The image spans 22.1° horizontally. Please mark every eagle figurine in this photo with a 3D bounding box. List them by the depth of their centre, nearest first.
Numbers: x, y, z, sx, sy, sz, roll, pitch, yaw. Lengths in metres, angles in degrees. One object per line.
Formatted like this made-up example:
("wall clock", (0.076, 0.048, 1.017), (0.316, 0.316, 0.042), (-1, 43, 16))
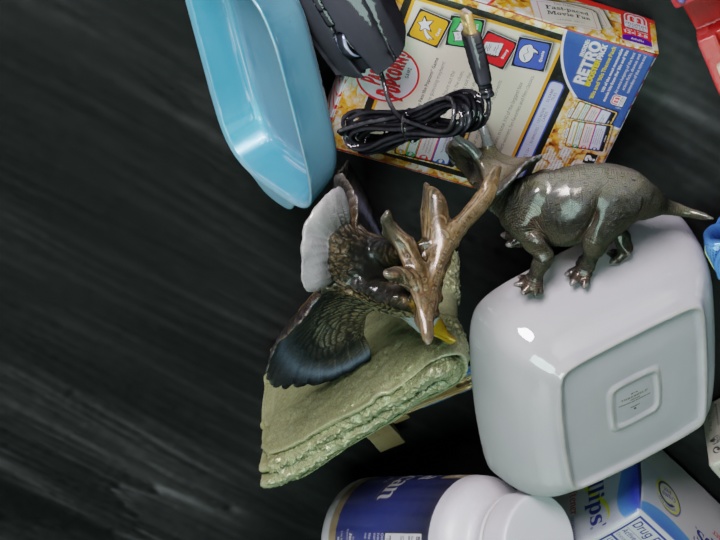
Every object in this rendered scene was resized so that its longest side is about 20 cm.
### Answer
("eagle figurine", (0.004, 0.006, 1.269), (0.151, 0.200, 0.152), (-24, 100, -27))

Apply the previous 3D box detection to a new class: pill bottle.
("pill bottle", (0.071, 0.220, 1.481), (0.199, 0.111, 0.111), (-8, 135, 47))

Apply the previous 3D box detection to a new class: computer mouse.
("computer mouse", (0.010, -0.167, 1.194), (0.140, 0.046, 0.201), (-1, 112, 41))

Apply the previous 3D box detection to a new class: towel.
("towel", (-0.001, 0.072, 1.393), (0.199, 0.149, 0.036), (-35, 122, 24))

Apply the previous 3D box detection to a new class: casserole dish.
("casserole dish", (-0.065, -0.134, 1.260), (0.039, 0.121, 0.201), (-30, 130, -22))

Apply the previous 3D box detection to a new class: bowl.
("bowl", (0.187, 0.075, 1.375), (0.199, 0.075, 0.201), (-24, 132, -17))

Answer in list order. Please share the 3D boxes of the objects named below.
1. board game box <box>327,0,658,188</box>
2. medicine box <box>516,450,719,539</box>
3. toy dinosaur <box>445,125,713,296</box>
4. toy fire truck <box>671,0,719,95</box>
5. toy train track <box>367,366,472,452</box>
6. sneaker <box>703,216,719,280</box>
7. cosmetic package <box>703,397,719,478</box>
("board game box", (0.086, -0.130, 1.285), (0.199, 0.046, 0.152), (16, 129, -9))
("medicine box", (0.209, 0.257, 1.555), (0.199, 0.103, 0.182), (-34, 120, 26))
("toy dinosaur", (0.152, -0.040, 1.277), (0.198, 0.077, 0.103), (7, 137, 0))
("toy fire truck", (0.252, -0.131, 1.213), (0.048, 0.142, 0.200), (-23, 124, 21))
("toy train track", (0.043, 0.092, 1.473), (0.199, 0.033, 0.115), (-22, 148, 9))
("sneaker", (0.300, 0.010, 1.375), (0.104, 0.076, 0.201), (12, 117, 6))
("cosmetic package", (0.382, 0.120, 1.453), (0.199, 0.071, 0.105), (-30, 121, 25))
